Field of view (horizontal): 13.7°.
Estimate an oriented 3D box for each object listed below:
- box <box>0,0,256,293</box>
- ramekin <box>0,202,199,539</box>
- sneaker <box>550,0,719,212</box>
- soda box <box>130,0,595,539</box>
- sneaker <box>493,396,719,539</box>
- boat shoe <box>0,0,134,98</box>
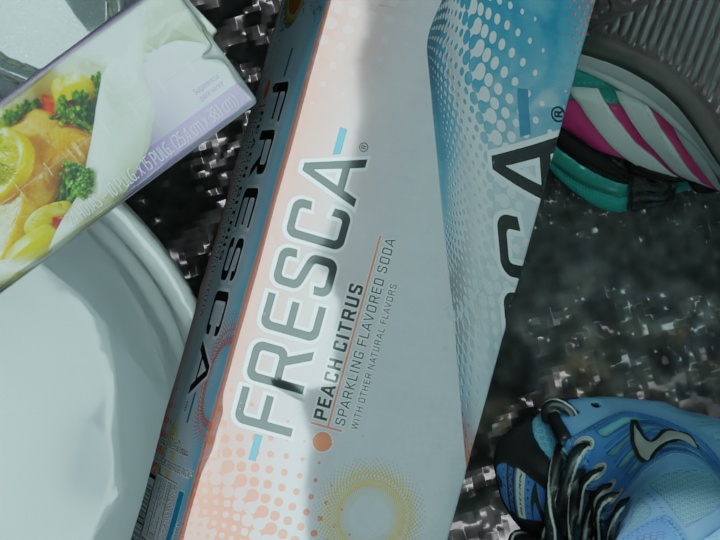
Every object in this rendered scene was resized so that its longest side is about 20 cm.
[{"bbox_3d":[-0.116,0.001,0.740,0.200,0.041,0.039,-37,95,-3],"label":"box"},{"bbox_3d":[-0.134,0.053,0.813,0.199,0.105,0.201,0,93,-6],"label":"ramekin"},{"bbox_3d":[0.105,-0.045,0.828,0.200,0.121,0.084,34,89,22],"label":"sneaker"},{"bbox_3d":[0.000,0.000,0.747,0.068,0.064,0.201,16,88,-13],"label":"soda box"},{"bbox_3d":[0.071,0.078,0.801,0.090,0.200,0.079,23,99,9],"label":"sneaker"},{"bbox_3d":[-0.137,-0.122,0.823,0.074,0.065,0.202,-39,97,-3],"label":"boat shoe"}]
